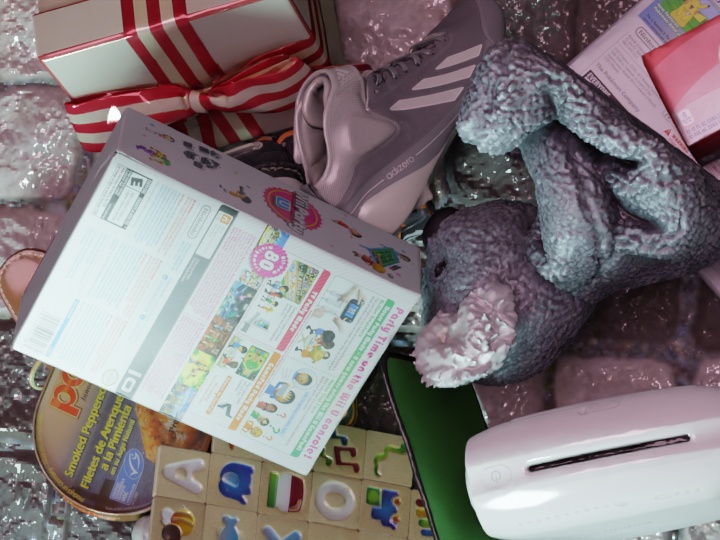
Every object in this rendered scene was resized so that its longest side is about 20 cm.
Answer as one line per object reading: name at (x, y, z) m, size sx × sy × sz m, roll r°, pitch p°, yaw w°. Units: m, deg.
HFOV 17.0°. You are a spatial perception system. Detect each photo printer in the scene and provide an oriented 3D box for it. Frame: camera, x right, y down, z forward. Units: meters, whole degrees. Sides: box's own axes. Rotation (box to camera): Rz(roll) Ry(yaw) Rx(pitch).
photo printer at (0.154, 0.117, 1.421) m, size 0.166 × 0.200 × 0.070 m, roll -12°, pitch 78°, yaw 12°

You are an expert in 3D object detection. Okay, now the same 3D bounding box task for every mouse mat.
mouse mat at (0.067, 0.148, 1.460) m, size 0.008 × 0.161 × 0.200 m, roll -21°, pitch 76°, yaw 19°

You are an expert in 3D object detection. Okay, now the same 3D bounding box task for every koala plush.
koala plush at (0.110, -0.010, 1.463) m, size 0.184 × 0.177 × 0.200 m, roll 37°, pitch 97°, yaw 10°

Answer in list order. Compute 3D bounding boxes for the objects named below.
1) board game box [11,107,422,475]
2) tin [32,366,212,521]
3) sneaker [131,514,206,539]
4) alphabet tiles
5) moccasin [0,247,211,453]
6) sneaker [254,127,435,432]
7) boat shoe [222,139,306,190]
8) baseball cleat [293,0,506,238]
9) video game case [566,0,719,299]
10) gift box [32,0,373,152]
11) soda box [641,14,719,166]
board game box at (-0.085, 0.015, 1.438) m, size 0.200 × 0.064 × 0.148 m, roll 26°, pitch 115°, yaw -14°
tin at (-0.136, 0.062, 1.532) m, size 0.112 × 0.042 × 0.200 m, roll 21°, pitch 73°, yaw 0°
sneaker at (-0.055, 0.208, 1.513) m, size 0.200 × 0.076 × 0.081 m, roll 40°, pitch 85°, yaw -10°
alphabet tiles at (-0.035, 0.172, 1.494) m, size 0.200 × 0.006 × 0.167 m, roll 11°, pitch 68°, yaw -17°
moccasin at (-0.171, 0.064, 1.583) m, size 0.074 × 0.078 × 0.201 m, roll -38°, pitch 73°, yaw 6°
sneaker at (0.000, 0.000, 1.548) m, size 0.112 × 0.078 × 0.200 m, roll -11°, pitch 87°, yaw 4°
boat shoe at (-0.124, -0.014, 1.506) m, size 0.200 × 0.076 × 0.060 m, roll -24°, pitch 47°, yaw 0°
baseball cleat at (0.025, -0.113, 1.495) m, size 0.070 × 0.106 × 0.200 m, roll -20°, pitch 37°, yaw 49°
video game case at (0.244, -0.101, 1.526) m, size 0.182 × 0.022 × 0.200 m, roll -41°, pitch 72°, yaw 6°
gift box at (-0.097, -0.171, 1.553) m, size 0.184 × 0.200 × 0.187 m, roll -16°, pitch 62°, yaw 15°
soda box at (0.278, -0.143, 1.479) m, size 0.200 × 0.063 × 0.070 m, roll -28°, pitch 74°, yaw 10°
